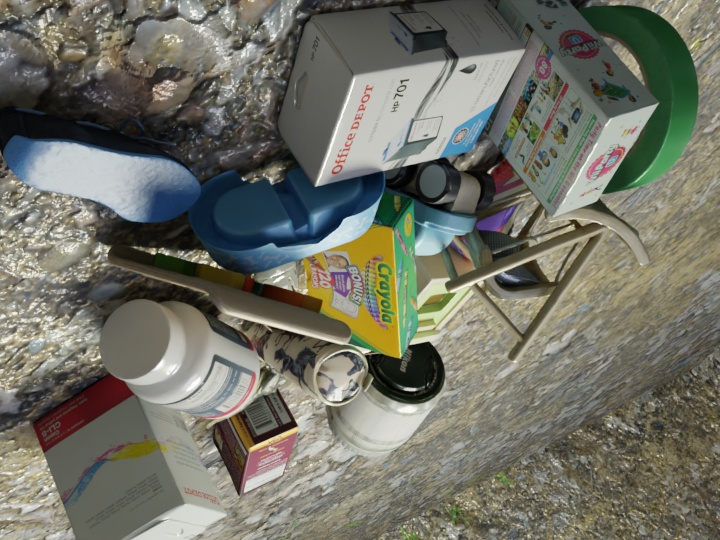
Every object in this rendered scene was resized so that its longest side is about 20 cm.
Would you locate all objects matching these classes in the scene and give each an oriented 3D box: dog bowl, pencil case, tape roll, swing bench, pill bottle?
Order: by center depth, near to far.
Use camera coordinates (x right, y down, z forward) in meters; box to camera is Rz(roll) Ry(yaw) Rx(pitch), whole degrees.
[{"bbox_3d":[-0.071,-0.061,0.858,0.199,0.112,0.050,-20,143,-15],"label":"dog bowl"},{"bbox_3d":[0.269,-0.186,0.936,0.048,0.201,0.201,-13,149,-35],"label":"tape roll"},{"bbox_3d":[-0.211,0.102,1.002,0.119,0.120,0.200,-35,154,5],"label":"pill bottle"},{"bbox_3d":[0.203,-0.033,1.014,0.200,0.130,0.199,-40,-163,12],"label":"swing bench"},{"bbox_3d":[-0.068,0.110,1.102,0.089,0.200,0.078,8,97,-34],"label":"pencil case"}]

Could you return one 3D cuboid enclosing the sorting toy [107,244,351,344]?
[{"bbox_3d":[-0.129,0.017,0.859,0.185,0.200,0.037,20,89,-47],"label":"sorting toy"}]

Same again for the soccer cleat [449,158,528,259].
[{"bbox_3d":[0.186,-0.105,1.132,0.068,0.073,0.200,-71,-173,-77],"label":"soccer cleat"}]

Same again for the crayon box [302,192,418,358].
[{"bbox_3d":[0.000,0.000,0.975,0.058,0.118,0.200,-55,150,-42],"label":"crayon box"}]

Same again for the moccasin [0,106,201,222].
[{"bbox_3d":[-0.210,-0.097,0.710,0.080,0.068,0.200,-46,154,10],"label":"moccasin"}]

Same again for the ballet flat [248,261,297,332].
[{"bbox_3d":[-0.100,0.012,1.010,0.068,0.067,0.200,-22,153,-13],"label":"ballet flat"}]

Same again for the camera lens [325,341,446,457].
[{"bbox_3d":[0.040,0.201,1.418,0.160,0.160,0.200,-15,150,-32],"label":"camera lens"}]

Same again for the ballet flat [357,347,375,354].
[{"bbox_3d":[0.011,0.105,1.290,0.199,0.067,0.068,-10,111,-32],"label":"ballet flat"}]

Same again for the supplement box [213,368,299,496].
[{"bbox_3d":[-0.168,0.258,1.343,0.085,0.111,0.200,-20,152,-24],"label":"supplement box"}]

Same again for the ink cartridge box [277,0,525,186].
[{"bbox_3d":[0.037,-0.175,0.828,0.200,0.086,0.147,-18,152,-30],"label":"ink cartridge box"}]

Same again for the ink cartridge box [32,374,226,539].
[{"bbox_3d":[-0.292,0.258,1.095,0.144,0.200,0.145,-32,155,0],"label":"ink cartridge box"}]

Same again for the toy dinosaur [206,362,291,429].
[{"bbox_3d":[-0.144,0.153,1.237,0.200,0.047,0.088,-32,138,-24],"label":"toy dinosaur"}]

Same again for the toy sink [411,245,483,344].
[{"bbox_3d":[0.065,0.035,1.205,0.130,0.112,0.200,-4,143,-45],"label":"toy sink"}]

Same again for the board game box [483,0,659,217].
[{"bbox_3d":[0.183,-0.178,0.853,0.064,0.200,0.148,-20,153,-23],"label":"board game box"}]

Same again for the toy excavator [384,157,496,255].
[{"bbox_3d":[0.038,-0.049,1.018,0.100,0.194,0.201,3,110,-51],"label":"toy excavator"}]
